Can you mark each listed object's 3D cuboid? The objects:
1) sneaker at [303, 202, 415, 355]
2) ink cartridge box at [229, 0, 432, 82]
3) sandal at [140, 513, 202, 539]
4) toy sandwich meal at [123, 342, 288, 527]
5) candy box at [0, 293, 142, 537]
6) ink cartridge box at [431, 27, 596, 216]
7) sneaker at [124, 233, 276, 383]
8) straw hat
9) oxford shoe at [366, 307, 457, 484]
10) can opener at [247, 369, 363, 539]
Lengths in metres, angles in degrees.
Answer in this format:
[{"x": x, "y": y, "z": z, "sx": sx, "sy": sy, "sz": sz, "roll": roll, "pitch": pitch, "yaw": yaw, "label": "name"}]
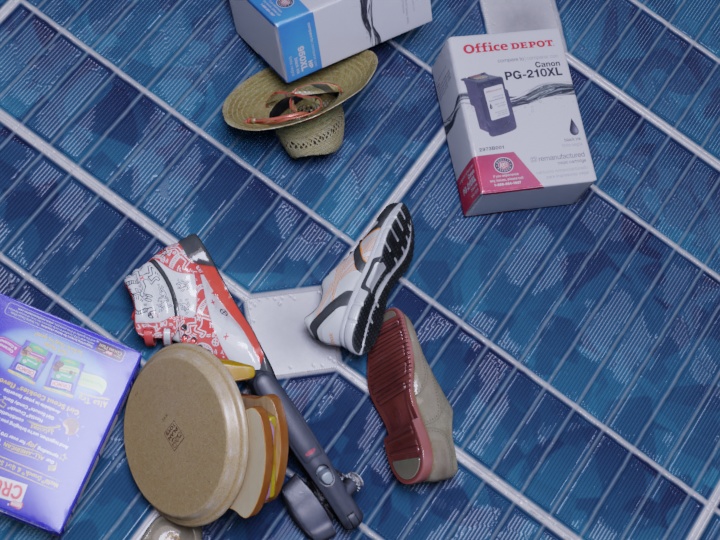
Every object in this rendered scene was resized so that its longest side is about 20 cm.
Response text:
[{"x": 0.000, "y": 0.000, "z": 1.334, "sx": 0.080, "sy": 0.074, "sz": 0.200, "roll": 6, "pitch": 53, "yaw": 30, "label": "sneaker"}, {"x": -0.036, "y": -0.318, "z": 1.390, "sx": 0.199, "sy": 0.084, "sz": 0.145, "roll": -26, "pitch": 45, "yaw": -16, "label": "ink cartridge box"}, {"x": -0.217, "y": 0.335, "z": 1.198, "sx": 0.080, "sy": 0.054, "sz": 0.201, "roll": 23, "pitch": 70, "yaw": -2, "label": "sandal"}, {"x": -0.161, "y": 0.166, "z": 1.219, "sx": 0.070, "sy": 0.205, "sz": 0.206, "roll": 1, "pitch": 67, "yaw": -49, "label": "toy sandwich meal"}, {"x": -0.342, "y": 0.150, "z": 1.225, "sx": 0.168, "sy": 0.077, "sz": 0.201, "roll": 24, "pitch": 69, "yaw": -3, "label": "candy box"}, {"x": 0.179, "y": -0.178, "z": 1.412, "sx": 0.144, "sy": 0.084, "sz": 0.201, "roll": -7, "pitch": 74, "yaw": -12, "label": "ink cartridge box"}, {"x": -0.176, "y": 0.070, "z": 1.287, "sx": 0.108, "sy": 0.067, "sz": 0.202, "roll": -30, "pitch": 83, "yaw": -8, "label": "sneaker"}, {"x": -0.059, "y": -0.174, "z": 1.366, "sx": 0.201, "sy": 0.201, "sz": 0.085, "roll": -30, "pitch": 121, "yaw": -17, "label": "straw hat"}, {"x": 0.059, "y": 0.139, "z": 1.314, "sx": 0.075, "sy": 0.070, "sz": 0.201, "roll": 10, "pitch": 62, "yaw": -39, "label": "oxford shoe"}, {"x": -0.059, "y": 0.190, "z": 1.242, "sx": 0.078, "sy": 0.063, "sz": 0.201, "roll": -32, "pitch": 104, "yaw": -24, "label": "can opener"}]
